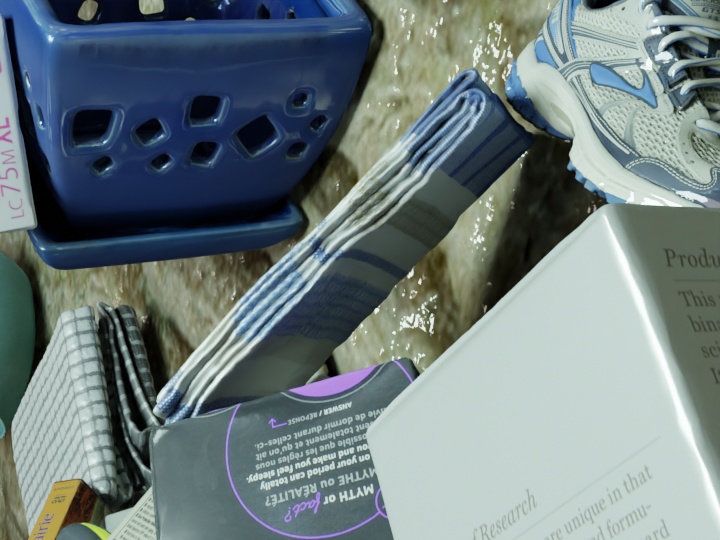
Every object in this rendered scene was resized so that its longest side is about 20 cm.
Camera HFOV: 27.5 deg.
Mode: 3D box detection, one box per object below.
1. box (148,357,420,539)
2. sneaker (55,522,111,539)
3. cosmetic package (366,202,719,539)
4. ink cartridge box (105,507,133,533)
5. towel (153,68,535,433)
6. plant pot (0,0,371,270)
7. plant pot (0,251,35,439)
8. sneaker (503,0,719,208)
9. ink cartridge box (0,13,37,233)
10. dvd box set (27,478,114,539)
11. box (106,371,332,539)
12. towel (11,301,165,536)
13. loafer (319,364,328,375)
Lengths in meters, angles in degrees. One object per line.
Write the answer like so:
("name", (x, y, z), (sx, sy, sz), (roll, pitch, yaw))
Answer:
("box", (-0.004, 0.156, 0.586), (0.106, 0.121, 0.201), (56, -159, -56))
("sneaker", (-0.168, 0.254, 0.913), (0.074, 0.080, 0.201), (-44, 55, 50))
("cosmetic package", (0.130, 0.105, 0.485), (0.166, 0.166, 0.201), (-49, 49, 47))
("ink cartridge box", (-0.097, 0.245, 0.953), (0.146, 0.082, 0.202), (-27, 67, 56))
("towel", (0.000, 0.000, 0.668), (0.200, 0.147, 0.024), (-46, 76, 7))
("plant pot", (-0.131, -0.116, 0.910), (0.200, 0.198, 0.181), (55, 142, 44))
("plant pot", (-0.380, 0.045, 1.364), (0.200, 0.200, 0.135), (-21, 34, 58))
("sneaker", (0.121, -0.072, 0.582), (0.086, 0.077, 0.200), (-66, 30, 19))
("ink cartridge box", (-0.241, -0.089, 0.894), (0.200, 0.042, 0.120), (-164, 65, -68))
("dvd box set", (-0.190, 0.262, 0.979), (0.029, 0.147, 0.201), (-14, 37, 30))
("box", (-0.054, 0.160, 0.755), (0.200, 0.109, 0.128), (-49, 26, -18))
("towel", (-0.204, 0.140, 1.140), (0.200, 0.085, 0.167), (-57, 42, 45))
("loafer", (-0.089, 0.093, 0.954), (0.200, 0.068, 0.076), (-41, 56, 52))
